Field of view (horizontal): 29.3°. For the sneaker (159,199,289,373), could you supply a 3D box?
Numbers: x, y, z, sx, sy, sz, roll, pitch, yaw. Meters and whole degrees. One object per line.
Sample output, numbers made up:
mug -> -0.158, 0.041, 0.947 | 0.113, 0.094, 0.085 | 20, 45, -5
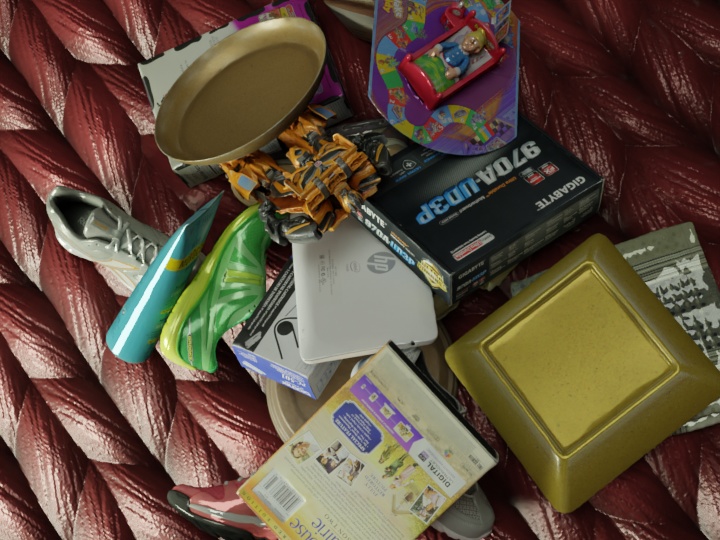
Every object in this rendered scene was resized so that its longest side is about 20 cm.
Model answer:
sneaker -> -0.124, 0.013, 1.383 | 0.083, 0.074, 0.201 | 32, 81, -4

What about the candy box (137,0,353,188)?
candy box -> -0.122, -0.192, 1.467 | 0.198, 0.061, 0.138 | -22, 70, 5

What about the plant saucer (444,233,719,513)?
plant saucer -> 0.204, 0.087, 1.283 | 0.199, 0.048, 0.201 | -37, 66, 0

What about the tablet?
tablet -> 0.000, 0.000, 1.315 | 0.128, 0.014, 0.202 | -9, 48, 3

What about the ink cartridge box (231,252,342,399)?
ink cartridge box -> -0.034, 0.021, 1.357 | 0.093, 0.044, 0.201 | 21, 63, 26

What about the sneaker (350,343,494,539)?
sneaker -> 0.070, 0.159, 1.272 | 0.082, 0.075, 0.201 | -31, 94, 31

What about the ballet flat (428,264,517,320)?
ballet flat -> 0.100, 0.002, 1.351 | 0.199, 0.070, 0.070 | -30, 68, -18

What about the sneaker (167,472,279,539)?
sneaker -> -0.087, 0.221, 1.333 | 0.197, 0.074, 0.088 | 10, 68, 8

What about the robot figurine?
robot figurine -> -0.057, -0.100, 1.319 | 0.145, 0.058, 0.200 | -44, 36, -10

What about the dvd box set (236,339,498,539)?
dvd box set -> 0.006, 0.184, 1.244 | 0.146, 0.029, 0.200 | 45, 101, 1

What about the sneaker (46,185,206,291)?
sneaker -> -0.245, -0.025, 1.423 | 0.198, 0.092, 0.076 | 24, 78, 13

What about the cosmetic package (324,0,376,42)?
cosmetic package -> -0.004, -0.319, 1.394 | 0.103, 0.200, 0.088 | 24, 78, 43

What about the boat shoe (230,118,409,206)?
boat shoe -> -0.039, -0.112, 1.422 | 0.198, 0.072, 0.065 | -12, 46, 22

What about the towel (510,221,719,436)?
towel -> 0.260, 0.069, 1.319 | 0.198, 0.035, 0.195 | -19, 67, 9

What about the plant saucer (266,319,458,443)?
plant saucer -> -0.001, 0.106, 1.365 | 0.197, 0.029, 0.203 | -4, 71, 11

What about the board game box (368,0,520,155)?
board game box -> 0.090, -0.213, 1.338 | 0.156, 0.039, 0.203 | 11, 66, -15

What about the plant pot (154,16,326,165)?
plant pot -> -0.116, -0.175, 1.373 | 0.198, 0.028, 0.202 | -20, 42, 19

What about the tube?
tube -> -0.194, 0.008, 1.367 | 0.050, 0.078, 0.201 | 32, 124, -2

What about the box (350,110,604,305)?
box -> 0.110, -0.072, 1.330 | 0.199, 0.046, 0.159 | -30, 54, -23
